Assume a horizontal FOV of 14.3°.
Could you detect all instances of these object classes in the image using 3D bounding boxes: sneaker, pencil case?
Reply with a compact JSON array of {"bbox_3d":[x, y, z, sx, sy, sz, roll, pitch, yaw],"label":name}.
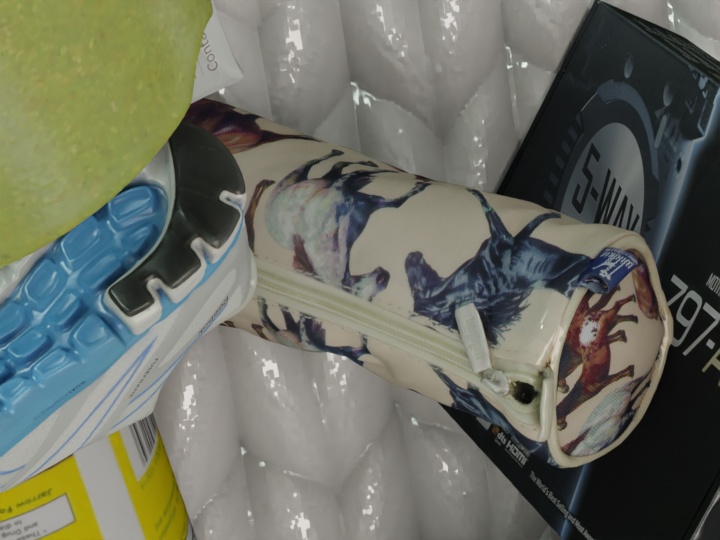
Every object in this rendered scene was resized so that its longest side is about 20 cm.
[{"bbox_3d":[-0.110,0.042,0.875,0.200,0.075,0.087,-34,152,-4],"label":"sneaker"},{"bbox_3d":[0.000,0.000,0.950,0.089,0.200,0.078,-12,117,-62],"label":"pencil case"}]

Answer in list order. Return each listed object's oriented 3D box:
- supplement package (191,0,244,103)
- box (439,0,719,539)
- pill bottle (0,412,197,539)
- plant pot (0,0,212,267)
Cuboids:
[{"bbox_3d":[-0.173,-0.116,0.846,0.200,0.147,0.191,-27,121,-11],"label":"supplement package"},{"bbox_3d":[0.106,0.014,0.994,0.043,0.200,0.160,19,105,-30],"label":"box"},{"bbox_3d":[-0.109,0.109,1.000,0.109,0.109,0.200,-23,120,-12],"label":"pill bottle"},{"bbox_3d":[-0.131,-0.101,0.690,0.200,0.200,0.184,-35,132,-5],"label":"plant pot"}]
